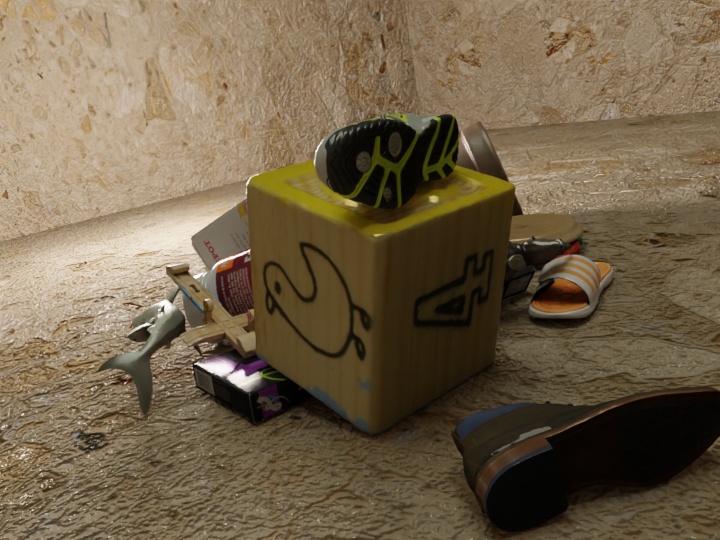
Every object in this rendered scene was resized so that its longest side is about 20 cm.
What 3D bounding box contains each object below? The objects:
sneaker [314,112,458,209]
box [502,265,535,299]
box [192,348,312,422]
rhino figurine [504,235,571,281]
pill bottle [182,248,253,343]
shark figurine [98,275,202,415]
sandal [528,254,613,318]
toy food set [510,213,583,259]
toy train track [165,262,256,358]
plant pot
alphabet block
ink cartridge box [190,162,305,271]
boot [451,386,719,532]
[{"bbox_3d":[0.016,-0.099,0.626,0.076,0.076,0.199,9,16,31],"label":"sneaker"},{"bbox_3d":[0.108,-0.013,0.941,0.198,0.049,0.162,-18,53,-28],"label":"box"},{"bbox_3d":[-0.072,0.102,0.813,0.198,0.037,0.142,-18,17,-35],"label":"box"},{"bbox_3d":[0.163,-0.014,0.852,0.197,0.061,0.087,-11,-10,-11],"label":"rhino figurine"},{"bbox_3d":[-0.130,0.024,0.950,0.198,0.115,0.114,-19,11,18],"label":"pill bottle"},{"bbox_3d":[-0.234,0.087,0.876,0.128,0.090,0.214,-40,17,-2],"label":"shark figurine"},{"bbox_3d":[0.265,0.006,0.893,0.078,0.060,0.206,-1,17,32],"label":"sandal"},{"bbox_3d":[0.257,-0.047,1.124,0.196,0.049,0.199,0,17,34],"label":"toy food set"},{"bbox_3d":[-0.179,0.035,0.850,0.114,0.033,0.200,-15,38,-37],"label":"toy train track"},{"bbox_3d":[0.198,-0.157,1.373,0.173,0.202,0.200,-27,11,13],"label":"plant pot"},{"bbox_3d":[0.018,0.004,0.710,0.195,0.202,0.194,-23,35,-39],"label":"alphabet block"},{"bbox_3d":[-0.130,-0.046,1.062,0.199,0.149,0.086,-30,6,19],"label":"ink cartridge box"},{"bbox_3d":[0.163,0.114,0.525,0.198,0.076,0.097,-15,18,-11],"label":"boot"}]
